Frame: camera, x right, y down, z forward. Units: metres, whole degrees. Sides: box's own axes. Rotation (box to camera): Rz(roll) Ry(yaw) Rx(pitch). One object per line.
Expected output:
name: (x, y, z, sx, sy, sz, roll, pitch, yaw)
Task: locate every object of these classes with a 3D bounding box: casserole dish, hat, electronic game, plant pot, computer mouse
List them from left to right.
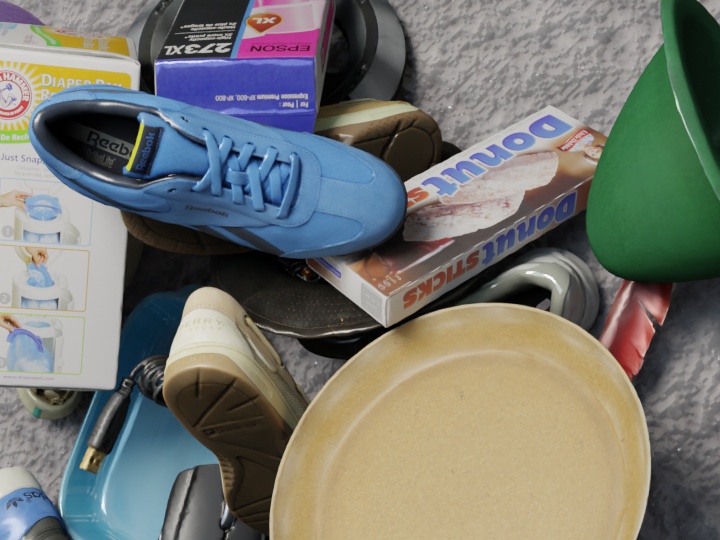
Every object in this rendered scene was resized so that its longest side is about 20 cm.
casserole dish: (-0.130, 0.110, 0.837, 0.120, 0.039, 0.203, 19, 85, 30)
computer mouse: (-0.112, 0.155, 0.759, 0.046, 0.139, 0.203, 13, 80, 65)
electronic game: (-0.067, -0.143, 0.837, 0.196, 0.042, 0.203, -2, 55, 3)
hat: (0.000, 0.000, 0.764, 0.197, 0.082, 0.202, -7, 36, 5)
plant pot: (0.048, 0.108, 0.608, 0.197, 0.028, 0.203, -16, 50, 20)
hat: (0.135, -0.026, 0.682, 0.174, 0.165, 0.203, -25, 49, 31)

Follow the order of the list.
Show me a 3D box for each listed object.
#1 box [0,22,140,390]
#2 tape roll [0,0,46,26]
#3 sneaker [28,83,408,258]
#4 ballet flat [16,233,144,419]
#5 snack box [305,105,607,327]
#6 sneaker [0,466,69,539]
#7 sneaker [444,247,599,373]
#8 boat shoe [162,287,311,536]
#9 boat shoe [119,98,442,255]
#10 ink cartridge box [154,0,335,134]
box: (-0.193, -0.043, 0.759, 0.113, 0.099, 0.204, -124, 40, -68)
tape roll: (-0.277, -0.087, 0.876, 0.065, 0.200, 0.204, 3, 77, 27)
sneaker: (-0.073, -0.048, 0.631, 0.197, 0.078, 0.067, 14, 92, 1)
ballet flat: (-0.199, 0.008, 0.883, 0.068, 0.069, 0.204, 10, 83, 29)
snack box: (0.066, -0.036, 0.713, 0.198, 0.025, 0.072, -29, 46, -30)
sneaker: (-0.255, 0.244, 0.832, 0.111, 0.076, 0.201, 44, 105, 31)
sneaker: (0.053, 0.062, 0.717, 0.078, 0.099, 0.201, 41, 97, 16)
boat shoe: (-0.055, 0.089, 0.713, 0.071, 0.201, 0.066, -12, 48, 14)
boat shoe: (-0.052, -0.062, 0.737, 0.076, 0.197, 0.073, -134, 38, -52)
ink cartridge box: (-0.067, -0.134, 0.744, 0.093, 0.038, 0.201, -1, 35, 4)
